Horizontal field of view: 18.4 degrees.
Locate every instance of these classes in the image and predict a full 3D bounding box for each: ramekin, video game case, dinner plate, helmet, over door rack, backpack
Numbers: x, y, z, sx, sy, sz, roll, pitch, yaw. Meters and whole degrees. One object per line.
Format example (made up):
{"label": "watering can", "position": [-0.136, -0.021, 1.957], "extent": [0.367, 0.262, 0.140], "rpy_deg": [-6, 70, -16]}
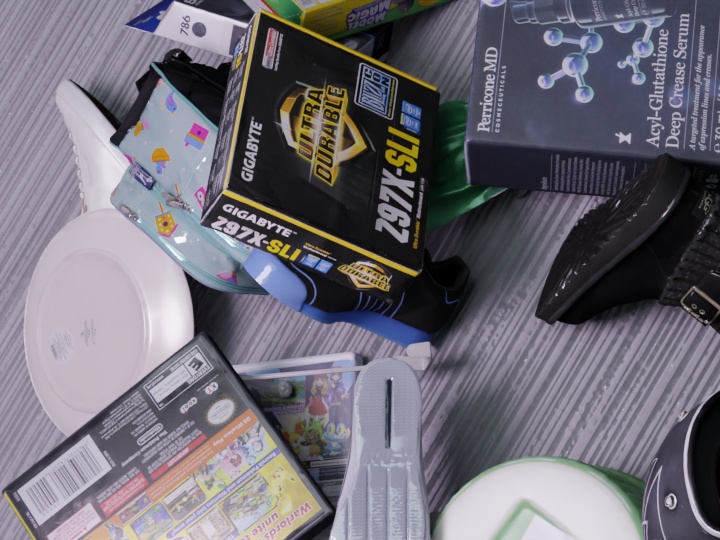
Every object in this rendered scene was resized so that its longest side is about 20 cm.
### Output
{"label": "ramekin", "position": [0.139, 0.228, 1.592], "extent": [0.200, 0.098, 0.200], "rpy_deg": [-8, 70, 23]}
{"label": "video game case", "position": [-0.091, 0.164, 1.765], "extent": [0.200, 0.023, 0.182], "rpy_deg": [-8, 71, 24]}
{"label": "dinner plate", "position": [-0.214, 0.049, 1.818], "extent": [0.200, 0.024, 0.200], "rpy_deg": [-1, 88, 41]}
{"label": "helmet", "position": [0.286, 0.177, 1.486], "extent": [0.191, 0.200, 0.200], "rpy_deg": [3, 75, 36]}
{"label": "over door rack", "position": [-0.033, 0.145, 1.699], "extent": [0.200, 0.067, 0.148], "rpy_deg": [-8, 71, 9]}
{"label": "video game case", "position": [-0.145, 0.175, 1.666], "extent": [0.200, 0.026, 0.181], "rpy_deg": [-38, 66, 1]}
{"label": "backpack", "position": [-0.085, -0.065, 1.750], "extent": [0.200, 0.176, 0.153], "rpy_deg": [34, 105, 32]}

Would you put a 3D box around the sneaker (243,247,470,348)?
{"label": "sneaker", "position": [0.000, 0.000, 1.671], "extent": [0.078, 0.200, 0.070], "rpy_deg": [-57, 48, 14]}

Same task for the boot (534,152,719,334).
{"label": "boot", "position": [0.233, 0.015, 1.625], "extent": [0.158, 0.211, 0.079], "rpy_deg": [32, 58, -10]}

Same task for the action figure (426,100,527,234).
{"label": "action figure", "position": [0.115, -0.099, 1.735], "extent": [0.200, 0.055, 0.118], "rpy_deg": [-20, 65, 10]}

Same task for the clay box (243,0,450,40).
{"label": "clay box", "position": [-0.003, -0.250, 1.796], "extent": [0.115, 0.200, 0.048], "rpy_deg": [47, 141, 29]}

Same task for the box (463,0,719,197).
{"label": "box", "position": [0.183, -0.139, 1.653], "extent": [0.200, 0.107, 0.149], "rpy_deg": [5, 75, 6]}

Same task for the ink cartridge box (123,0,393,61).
{"label": "ink cartridge box", "position": [-0.082, -0.202, 1.810], "extent": [0.200, 0.099, 0.039], "rpy_deg": [17, 119, 14]}

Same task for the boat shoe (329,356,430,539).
{"label": "boat shoe", "position": [0.019, 0.164, 1.612], "extent": [0.072, 0.062, 0.200], "rpy_deg": [5, 71, 7]}

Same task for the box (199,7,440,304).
{"label": "box", "position": [-0.026, -0.086, 1.645], "extent": [0.049, 0.160, 0.200], "rpy_deg": [-50, 23, 42]}

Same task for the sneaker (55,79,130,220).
{"label": "sneaker", "position": [-0.218, -0.075, 1.871], "extent": [0.085, 0.073, 0.200], "rpy_deg": [-39, 63, 6]}
